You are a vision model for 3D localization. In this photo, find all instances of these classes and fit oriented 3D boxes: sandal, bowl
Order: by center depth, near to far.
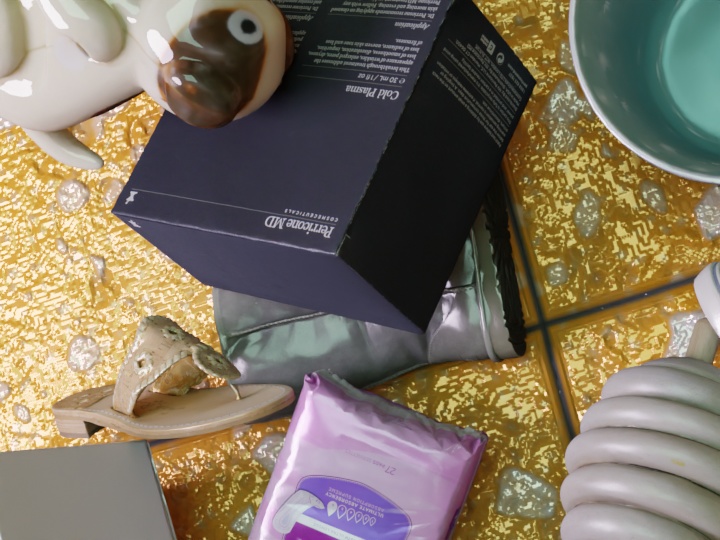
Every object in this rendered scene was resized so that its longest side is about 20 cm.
[{"bbox_3d":[0.229,-0.138,0.950,0.200,0.105,0.202,-3,80,16],"label":"bowl"},{"bbox_3d":[-0.136,0.065,1.040,0.211,0.077,0.070,-8,102,44],"label":"sandal"}]

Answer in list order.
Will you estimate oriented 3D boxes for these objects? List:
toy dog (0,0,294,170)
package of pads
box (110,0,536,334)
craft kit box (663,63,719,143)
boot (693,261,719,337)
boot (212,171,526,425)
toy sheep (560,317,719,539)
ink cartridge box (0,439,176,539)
[{"bbox_3d":[-0.141,-0.140,0.954,0.199,0.139,0.195,8,112,23],"label":"toy dog"},{"bbox_3d":[-0.009,0.172,1.008,0.120,0.076,0.201,21,97,11],"label":"package of pads"},{"bbox_3d":[-0.024,-0.077,1.005,0.199,0.104,0.183,12,69,41],"label":"box"},{"bbox_3d":[0.315,-0.105,0.995,0.198,0.049,0.200,-45,72,2],"label":"craft kit box"},{"bbox_3d":[0.292,0.050,0.945,0.200,0.073,0.090,49,122,16],"label":"boot"},{"bbox_3d":[-0.001,-0.001,1.064,0.199,0.073,0.183,-11,76,21],"label":"boot"},{"bbox_3d":[0.186,0.122,0.953,0.137,0.138,0.201,11,63,18],"label":"toy sheep"},{"bbox_3d":[-0.227,0.211,1.011,0.199,0.146,0.147,-29,72,33],"label":"ink cartridge box"}]
